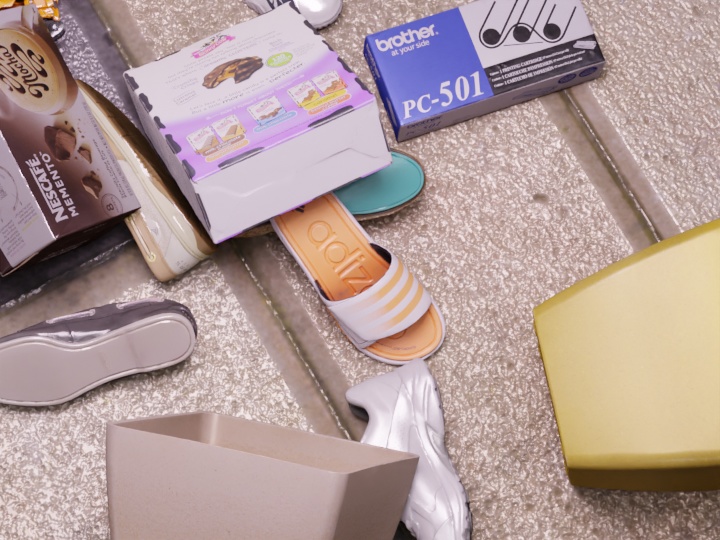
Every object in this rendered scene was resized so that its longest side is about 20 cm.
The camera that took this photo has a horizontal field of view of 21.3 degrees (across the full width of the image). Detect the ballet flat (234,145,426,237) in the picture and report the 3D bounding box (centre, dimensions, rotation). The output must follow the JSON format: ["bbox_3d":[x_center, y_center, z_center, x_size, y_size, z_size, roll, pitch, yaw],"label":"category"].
[{"bbox_3d":[-0.043,-0.071,1.682,0.199,0.065,0.071,-7,89,-8],"label":"ballet flat"}]

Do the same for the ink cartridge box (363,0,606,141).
[{"bbox_3d":[0.111,-0.193,1.737,0.199,0.044,0.094,-19,75,-9],"label":"ink cartridge box"}]

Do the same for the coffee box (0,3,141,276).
[{"bbox_3d":[-0.285,-0.110,1.605,0.113,0.080,0.201,-24,86,-53],"label":"coffee box"}]

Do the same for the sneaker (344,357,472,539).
[{"bbox_3d":[0.036,0.180,1.623,0.099,0.078,0.201,-15,68,-1],"label":"sneaker"}]

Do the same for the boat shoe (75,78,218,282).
[{"bbox_3d":[-0.206,-0.078,1.669,0.066,0.074,0.200,-40,74,9],"label":"boat shoe"}]

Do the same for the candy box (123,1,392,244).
[{"bbox_3d":[-0.090,-0.131,1.639,0.167,0.072,0.200,-25,39,-9],"label":"candy box"}]

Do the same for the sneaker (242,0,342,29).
[{"bbox_3d":[-0.091,-0.308,1.710,0.079,0.130,0.199,-35,80,-11],"label":"sneaker"}]

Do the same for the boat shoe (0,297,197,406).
[{"bbox_3d":[-0.238,0.068,1.643,0.199,0.057,0.067,-12,112,-4],"label":"boat shoe"}]

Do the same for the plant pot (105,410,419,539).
[{"bbox_3d":[-0.087,0.220,1.523,0.199,0.200,0.178,11,92,19],"label":"plant pot"}]

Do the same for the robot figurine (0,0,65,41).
[{"bbox_3d":[-0.354,-0.249,1.713,0.199,0.058,0.146,-4,76,-4],"label":"robot figurine"}]

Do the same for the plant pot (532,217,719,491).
[{"bbox_3d":[0.243,0.089,1.602,0.176,0.200,0.201,-13,76,4],"label":"plant pot"}]

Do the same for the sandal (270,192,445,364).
[{"bbox_3d":[-0.007,0.005,1.635,0.079,0.059,0.207,-42,105,0],"label":"sandal"}]
